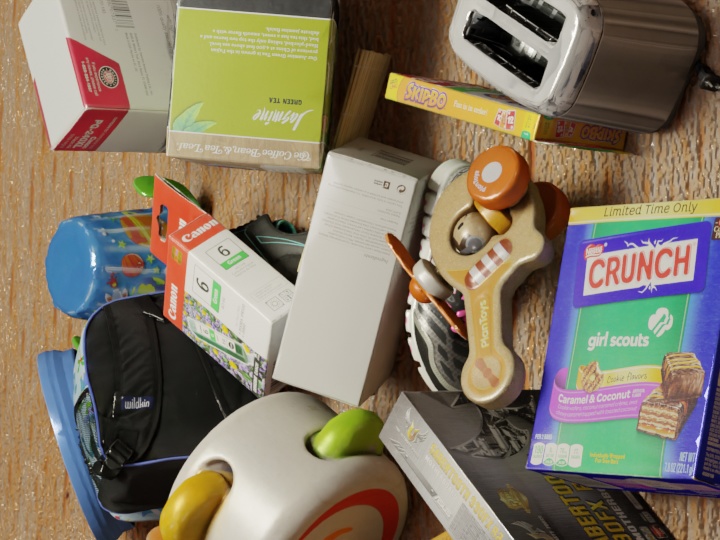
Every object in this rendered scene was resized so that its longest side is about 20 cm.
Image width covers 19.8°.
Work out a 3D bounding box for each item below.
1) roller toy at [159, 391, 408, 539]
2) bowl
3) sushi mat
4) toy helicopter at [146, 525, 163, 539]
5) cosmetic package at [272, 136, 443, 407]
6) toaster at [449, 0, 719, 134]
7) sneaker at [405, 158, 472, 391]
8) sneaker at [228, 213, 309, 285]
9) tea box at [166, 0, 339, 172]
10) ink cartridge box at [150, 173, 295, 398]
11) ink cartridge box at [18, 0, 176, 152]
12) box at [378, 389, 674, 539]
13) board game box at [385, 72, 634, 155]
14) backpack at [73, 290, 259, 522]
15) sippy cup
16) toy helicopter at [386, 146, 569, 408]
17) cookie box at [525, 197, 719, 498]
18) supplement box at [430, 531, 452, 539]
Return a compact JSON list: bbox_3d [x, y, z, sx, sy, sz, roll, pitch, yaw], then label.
[{"bbox_3d":[-0.067,0.203,1.740,0.140,0.200,0.183,39,157,33],"label":"roller toy"},{"bbox_3d":[-0.268,0.171,2.036,0.201,0.039,0.201,161,90,-87],"label":"bowl"},{"bbox_3d":[-0.013,-0.092,1.774,0.012,0.096,0.200,17,99,12],"label":"sushi mat"},{"bbox_3d":[-0.159,0.271,1.852,0.079,0.200,0.132,42,137,44],"label":"toy helicopter"},{"bbox_3d":[0.000,0.000,1.727,0.085,0.108,0.200,18,103,10],"label":"cosmetic package"},{"bbox_3d":[0.160,-0.174,1.537,0.200,0.129,0.114,44,122,43],"label":"toaster"},{"bbox_3d":[0.092,0.008,1.655,0.087,0.074,0.200,-2,82,57],"label":"sneaker"},{"bbox_3d":[-0.094,-0.010,1.904,0.200,0.075,0.079,13,83,46],"label":"sneaker"},{"bbox_3d":[-0.087,-0.185,1.769,0.200,0.133,0.197,-74,-11,-87],"label":"tea box"},{"bbox_3d":[-0.135,0.014,1.837,0.200,0.050,0.109,39,143,24],"label":"ink cartridge box"},{"bbox_3d":[-0.201,-0.188,1.930,0.083,0.200,0.145,-43,56,45],"label":"ink cartridge box"},{"bbox_3d":[0.129,0.169,1.535,0.200,0.158,0.048,53,126,39],"label":"box"},{"bbox_3d":[0.117,-0.122,1.613,0.200,0.095,0.030,26,107,49],"label":"board game box"},{"bbox_3d":[-0.177,0.127,1.900,0.147,0.183,0.200,106,153,-49],"label":"backpack"},{"bbox_3d":[-0.231,-0.002,2.010,0.140,0.130,0.178,-1,88,51],"label":"sippy cup"},{"bbox_3d":[0.087,0.014,1.553,0.132,0.079,0.200,-20,55,29],"label":"toy helicopter"},{"bbox_3d":[0.215,0.055,1.469,0.171,0.075,0.200,-3,72,51],"label":"cookie box"},{"bbox_3d":[0.089,0.240,1.653,0.200,0.066,0.069,-39,59,42],"label":"supplement box"}]
